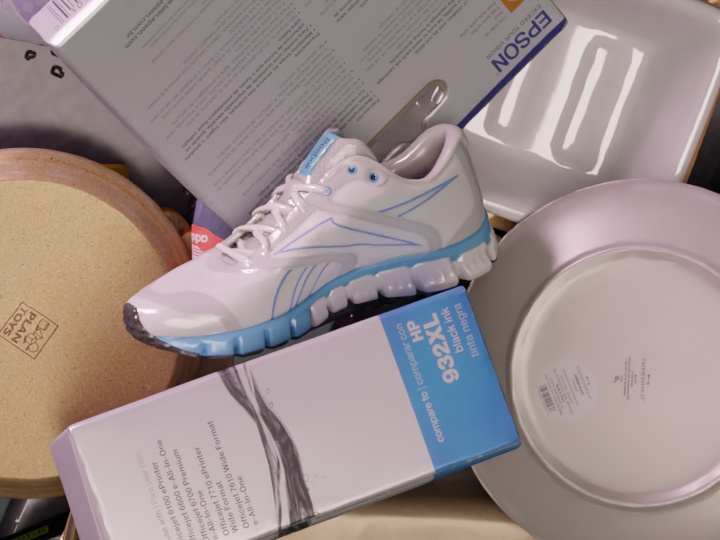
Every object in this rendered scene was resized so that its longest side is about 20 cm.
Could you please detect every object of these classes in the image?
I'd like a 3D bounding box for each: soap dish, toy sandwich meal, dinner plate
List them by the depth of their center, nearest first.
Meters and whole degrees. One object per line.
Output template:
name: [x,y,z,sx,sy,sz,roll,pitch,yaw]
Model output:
dinner plate: [0.142,0.053,1.196,0.200,0.024,0.201,0,88,12]
toy sandwich meal: [-0.168,0.024,1.244,0.205,0.070,0.206,-1,100,-5]
soap dish: [0.085,-0.102,1.246,0.200,0.081,0.158,18,98,-11]

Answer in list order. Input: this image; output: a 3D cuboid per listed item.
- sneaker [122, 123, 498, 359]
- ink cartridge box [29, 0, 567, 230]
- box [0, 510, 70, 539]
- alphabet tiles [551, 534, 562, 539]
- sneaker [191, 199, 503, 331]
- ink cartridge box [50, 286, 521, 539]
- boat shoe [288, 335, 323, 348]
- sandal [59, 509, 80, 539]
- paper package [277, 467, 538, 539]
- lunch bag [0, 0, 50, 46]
sneaker: [-0.027,-0.021,1.135,0.200,0.075,0.087,-21,118,-27]
ink cartridge box: [-0.025,-0.121,1.144,0.200,0.041,0.200,-44,127,-1]
box: [-0.192,0.253,1.296,0.193,0.048,0.200,-23,103,-6]
alphabet tiles: [0.160,0.145,1.237,0.167,0.008,0.200,-32,74,-30]
sneaker: [0.000,0.000,1.246,0.200,0.075,0.085,17,91,-20]
ink cartridge box: [-0.041,0.085,1.141,0.200,0.145,0.084,-19,87,-12]
boat shoe: [0.055,0.058,1.281,0.200,0.070,0.066,-13,107,-4]
sandal: [-0.128,0.158,1.243,0.080,0.054,0.200,15,107,-21]
paper package: [0.026,0.202,1.288,0.200,0.103,0.191,3,101,-10]
lunch bag: [-0.121,-0.214,1.172,0.169,0.127,0.200,10,111,-9]
